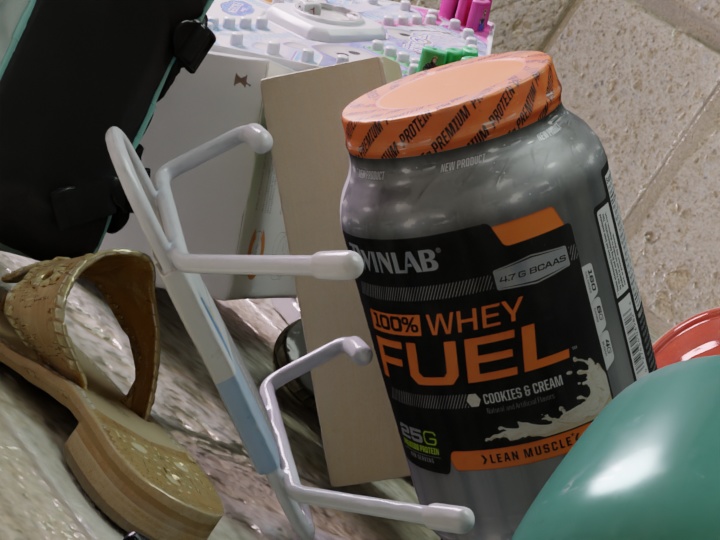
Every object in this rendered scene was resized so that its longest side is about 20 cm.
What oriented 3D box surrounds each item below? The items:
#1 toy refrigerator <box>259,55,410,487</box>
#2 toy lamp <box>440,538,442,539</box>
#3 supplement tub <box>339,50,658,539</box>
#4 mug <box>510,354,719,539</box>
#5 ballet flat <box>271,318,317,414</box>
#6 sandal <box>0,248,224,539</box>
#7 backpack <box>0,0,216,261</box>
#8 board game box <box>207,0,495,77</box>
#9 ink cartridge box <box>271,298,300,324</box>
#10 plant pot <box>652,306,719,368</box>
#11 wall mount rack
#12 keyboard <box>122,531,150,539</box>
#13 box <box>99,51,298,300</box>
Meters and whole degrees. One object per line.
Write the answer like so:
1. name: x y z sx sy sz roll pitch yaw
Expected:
1. toy refrigerator: 0.000 0.000 0.942 0.076 0.069 0.202 -27 106 -81
2. toy lamp: 0.136 0.170 0.951 0.199 0.058 0.058 35 7 -9
3. supplement tub: 0.062 0.013 0.837 0.123 0.122 0.202 -118 -169 -75
4. mug: 0.113 0.132 0.635 0.151 0.186 0.114 34 39 9
5. ballet flat: 0.001 0.066 1.092 0.200 0.046 0.068 10 58 -61
6. sandal: -0.099 0.027 0.756 0.077 0.070 0.212 28 10 -41
7. backpack: -0.176 -0.105 0.854 0.152 0.177 0.200 22 -2 -30
8. board game box: -0.019 -0.152 1.115 0.198 0.026 0.200 12 20 2
9. ink cartridge box: 0.009 -0.049 1.187 0.066 0.202 0.116 3 22 -26
10. plant pot: 0.275 0.144 1.292 0.200 0.201 0.195 34 15 -1
11. wall mount rack: -0.028 0.027 0.751 0.174 0.074 0.201 -118 -177 -64
12. keyboard: -0.002 0.156 0.573 0.199 0.040 0.104 35 30 -11
13. box: -0.078 -0.053 1.055 0.097 0.126 0.200 10 2 13
